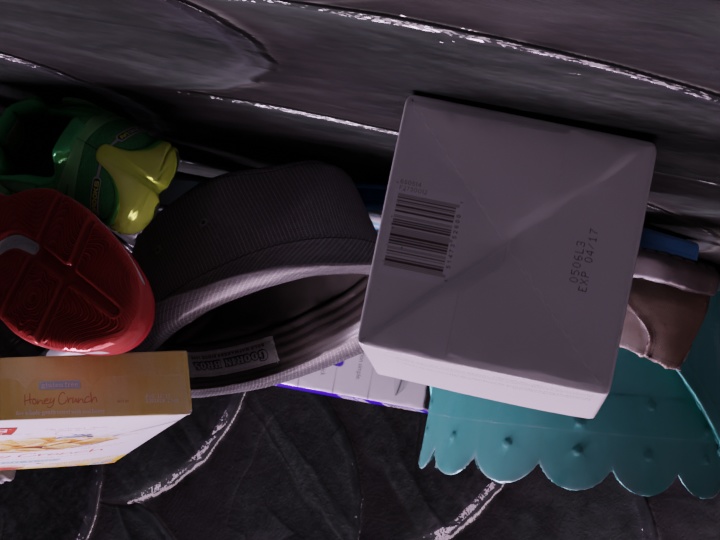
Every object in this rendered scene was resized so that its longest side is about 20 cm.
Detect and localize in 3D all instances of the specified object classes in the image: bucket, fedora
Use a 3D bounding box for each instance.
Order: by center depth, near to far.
[{"bbox_3d":[-0.054,-0.002,1.670,0.200,0.090,0.177,-30,155,37],"label":"fedora"},{"bbox_3d":[0.139,0.065,1.834,0.207,0.135,0.207,5,179,0],"label":"bucket"}]

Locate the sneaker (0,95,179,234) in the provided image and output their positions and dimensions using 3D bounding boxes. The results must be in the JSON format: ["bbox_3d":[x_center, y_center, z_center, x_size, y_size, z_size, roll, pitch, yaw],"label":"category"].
[{"bbox_3d":[-0.165,-0.065,1.611,0.084,0.074,0.200,35,164,-23],"label":"sneaker"}]

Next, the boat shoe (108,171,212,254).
[{"bbox_3d":[-0.113,-0.025,1.761,0.199,0.068,0.074,8,-174,-36],"label":"boat shoe"}]

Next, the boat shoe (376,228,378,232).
[{"bbox_3d":[0.000,0.000,1.878,0.066,0.072,0.200,9,178,-20],"label":"boat shoe"}]

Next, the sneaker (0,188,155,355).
[{"bbox_3d":[-0.149,0.005,1.570,0.116,0.078,0.200,27,-178,-45],"label":"sneaker"}]

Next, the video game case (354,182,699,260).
[{"bbox_3d":[0.076,-0.027,1.718,0.143,0.018,0.200,14,174,-40],"label":"video game case"}]

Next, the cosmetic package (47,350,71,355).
[{"bbox_3d":[-0.216,0.028,1.992,0.200,0.083,0.051,-23,165,-8],"label":"cosmetic package"}]

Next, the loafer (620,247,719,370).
[{"bbox_3d":[0.110,0.020,1.662,0.073,0.071,0.200,15,173,-39],"label":"loafer"}]

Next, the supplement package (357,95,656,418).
[{"bbox_3d":[0.070,-0.001,1.433,0.120,0.121,0.200,11,174,4],"label":"supplement package"}]

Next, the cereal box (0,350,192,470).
[{"bbox_3d":[-0.183,0.080,1.619,0.144,0.040,0.200,-2,170,-16],"label":"cereal box"}]

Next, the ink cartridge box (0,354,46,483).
[{"bbox_3d":[-0.259,0.012,1.760,0.145,0.200,0.084,21,168,-36],"label":"ink cartridge box"}]

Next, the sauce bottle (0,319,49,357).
[{"bbox_3d":[-0.253,-0.019,1.662,0.200,0.065,0.065,51,173,0],"label":"sauce bottle"}]

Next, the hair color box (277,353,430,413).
[{"bbox_3d":[-0.039,0.028,2.049,0.200,0.109,0.065,10,175,10],"label":"hair color box"}]
